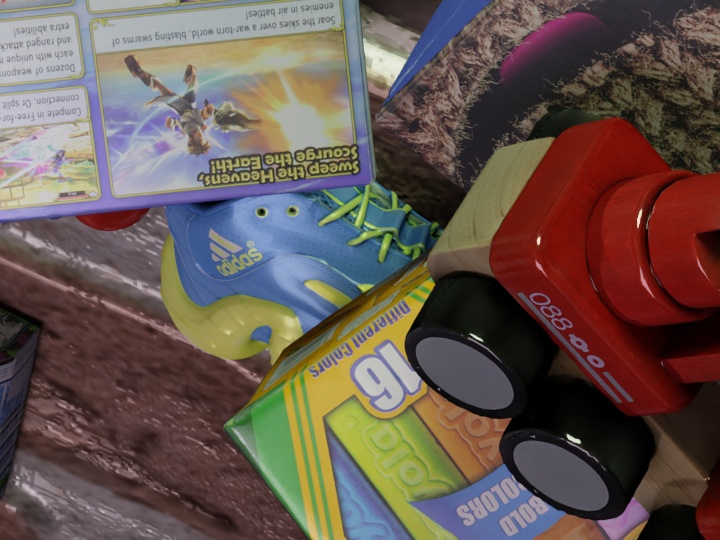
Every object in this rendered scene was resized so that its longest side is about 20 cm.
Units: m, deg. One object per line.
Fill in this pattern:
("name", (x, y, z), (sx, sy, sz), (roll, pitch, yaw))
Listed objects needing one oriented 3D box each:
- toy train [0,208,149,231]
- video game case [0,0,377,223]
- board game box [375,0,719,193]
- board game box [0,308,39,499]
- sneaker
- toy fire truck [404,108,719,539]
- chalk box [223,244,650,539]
("toy train", (-0.115, -0.077, 1.047), (0.085, 0.199, 0.116), (-130, 18, -60))
("video game case", (-0.101, -0.110, 0.977), (0.199, 0.045, 0.182), (-6, 108, 0))
("board game box", (0.135, -0.058, 0.966), (0.200, 0.097, 0.159), (36, 142, -9))
("board game box", (-0.256, 0.031, 1.346), (0.199, 0.062, 0.200), (25, 143, 5))
("sneaker", (0.000, 0.000, 1.137), (0.199, 0.076, 0.105), (8, 137, 26))
("toy fire truck", (0.144, 0.015, 0.884), (0.176, 0.129, 0.200), (47, 149, -22))
("chalk box", (0.066, 0.087, 1.049), (0.124, 0.125, 0.200), (-37, 94, 14))
